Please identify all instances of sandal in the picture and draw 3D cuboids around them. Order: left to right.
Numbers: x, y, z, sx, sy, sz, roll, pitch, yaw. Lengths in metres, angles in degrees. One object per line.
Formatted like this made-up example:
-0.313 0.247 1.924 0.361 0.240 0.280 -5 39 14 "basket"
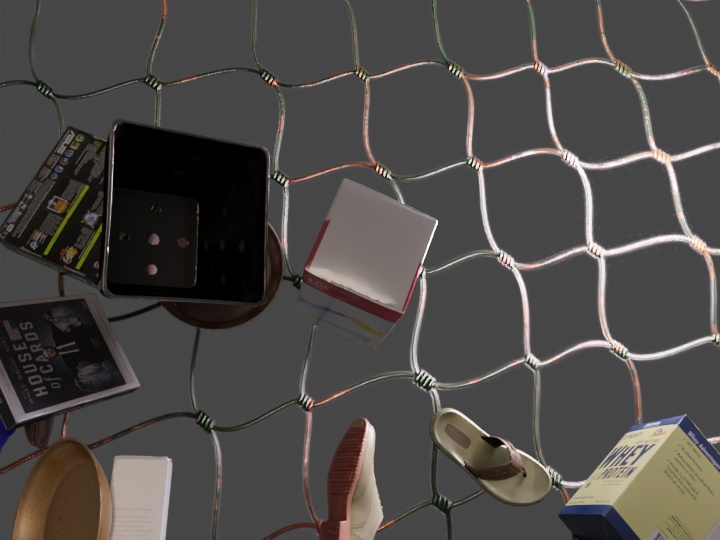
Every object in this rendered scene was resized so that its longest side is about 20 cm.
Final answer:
0.188 0.274 0.971 0.199 0.057 0.081 32 68 0 "sandal"

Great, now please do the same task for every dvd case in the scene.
-0.384 0.105 0.846 0.025 0.199 0.152 -34 80 20 "dvd case"

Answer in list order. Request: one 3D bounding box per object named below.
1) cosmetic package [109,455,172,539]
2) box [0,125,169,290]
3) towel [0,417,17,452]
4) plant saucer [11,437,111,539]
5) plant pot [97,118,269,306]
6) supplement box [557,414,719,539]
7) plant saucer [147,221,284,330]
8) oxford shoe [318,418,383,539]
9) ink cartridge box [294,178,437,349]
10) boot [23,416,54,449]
-0.278 0.337 0.825 0.072 0.102 0.205 4 70 -13 "cosmetic package"
-0.383 -0.089 0.961 0.190 0.048 0.203 22 68 4 "box"
-0.499 0.182 0.811 0.147 0.050 0.202 35 95 -1 "towel"
-0.352 0.306 0.800 0.035 0.197 0.205 24 61 -47 "plant saucer"
-0.244 -0.053 0.860 0.197 0.176 0.205 5 80 -34 "plant pot"
0.436 0.357 0.956 0.199 0.134 0.201 -38 83 -21 "supplement box"
-0.212 -0.007 0.992 0.195 0.035 0.205 4 70 -11 "plant saucer"
-0.004 0.310 0.922 0.073 0.070 0.204 22 70 -26 "oxford shoe"
0.000 0.000 0.948 0.142 0.200 0.148 22 67 -1 "ink cartridge box"
-0.505 0.152 0.861 0.196 0.064 0.190 -9 71 -13 "boot"
